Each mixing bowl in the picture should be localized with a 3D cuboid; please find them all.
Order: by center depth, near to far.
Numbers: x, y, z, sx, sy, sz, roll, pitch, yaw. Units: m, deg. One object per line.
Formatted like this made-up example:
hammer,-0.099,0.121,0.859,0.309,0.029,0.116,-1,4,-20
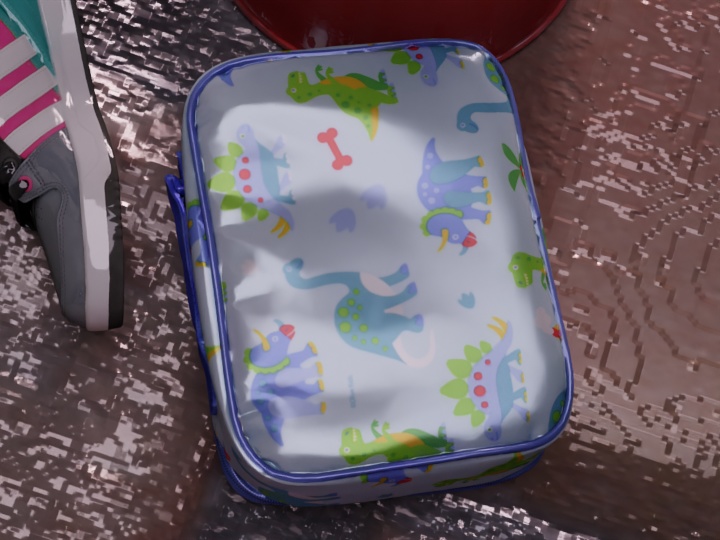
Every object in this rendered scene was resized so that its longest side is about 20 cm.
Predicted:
mixing bowl,0.022,-0.200,0.848,0.199,0.108,0.201,1,73,-5

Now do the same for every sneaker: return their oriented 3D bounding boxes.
sneaker,-0.175,-0.058,0.792,0.120,0.084,0.201,-11,66,-14

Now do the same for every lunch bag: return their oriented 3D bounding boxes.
lunch bag,0.000,0.000,0.794,0.160,0.082,0.201,-8,73,-9
